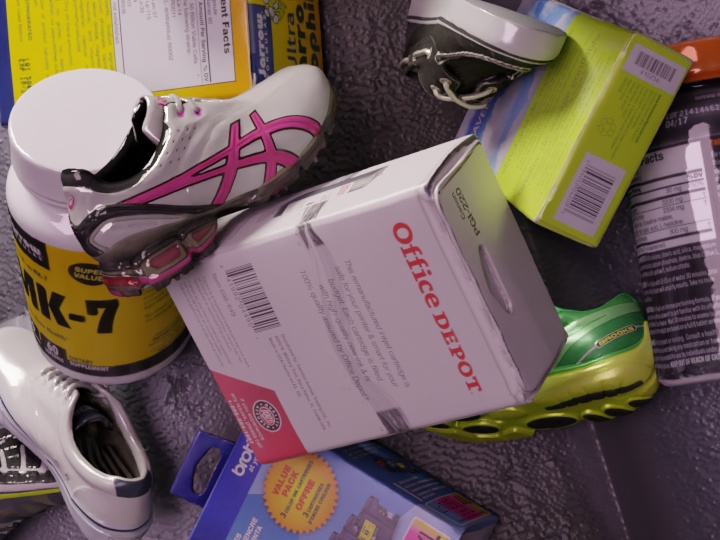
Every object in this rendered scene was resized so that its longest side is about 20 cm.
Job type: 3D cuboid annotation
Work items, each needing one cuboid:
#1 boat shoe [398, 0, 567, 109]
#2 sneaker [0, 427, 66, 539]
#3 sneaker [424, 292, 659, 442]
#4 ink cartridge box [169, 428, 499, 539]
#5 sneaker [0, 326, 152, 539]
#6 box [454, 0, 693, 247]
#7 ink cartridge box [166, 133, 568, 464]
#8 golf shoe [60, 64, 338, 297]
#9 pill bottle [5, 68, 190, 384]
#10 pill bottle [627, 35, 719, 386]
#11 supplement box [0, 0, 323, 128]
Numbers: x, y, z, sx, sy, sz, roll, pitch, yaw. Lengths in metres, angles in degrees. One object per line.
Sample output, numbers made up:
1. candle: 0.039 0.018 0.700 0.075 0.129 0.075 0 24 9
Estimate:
1. boat shoe: 0.071 -0.132 1.098 0.070 0.200 0.064 16 96 -14
2. sneaker: -0.268 0.167 1.290 0.199 0.074 0.081 -11 123 11
3. sneaker: 0.098 0.060 1.141 0.199 0.074 0.084 -10 58 26
4. ink cartridge box: -0.030 0.175 1.181 0.200 0.076 0.137 30 100 23
5. sneaker: -0.197 0.099 1.236 0.200 0.073 0.071 47 131 29
6. box: 0.121 -0.097 1.084 0.048 0.200 0.122 24 99 -17
7. ink cartridge box: 0.003 0.020 1.070 0.199 0.085 0.146 -15 109 33
8. golf shoe: -0.091 -0.075 1.066 0.072 0.200 0.092 6 130 48
9. pill bottle: -0.171 -0.027 1.170 0.114 0.200 0.115 0 48 0
10. pill bottle: 0.215 -0.036 1.064 0.106 0.106 0.201 -10 84 22
11. supplement box: -0.137 -0.158 1.211 0.199 0.109 0.109 -4 91 25
